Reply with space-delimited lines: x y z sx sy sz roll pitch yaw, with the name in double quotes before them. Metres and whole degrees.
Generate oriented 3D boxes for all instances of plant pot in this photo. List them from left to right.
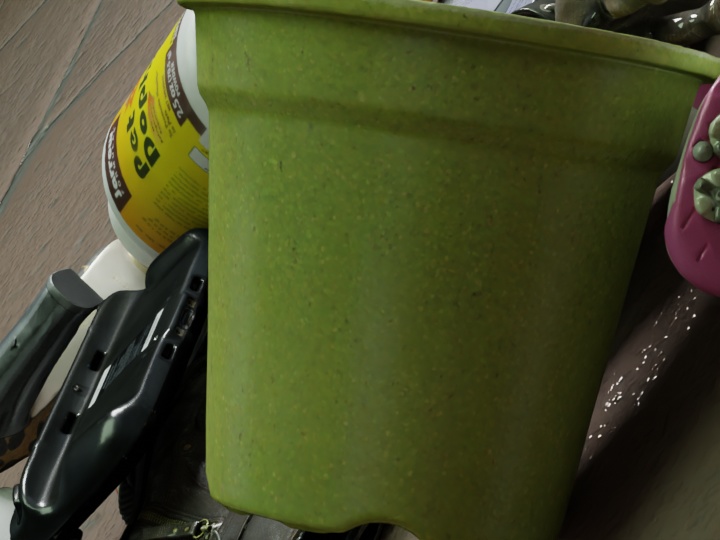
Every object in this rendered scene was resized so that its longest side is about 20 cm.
"plant pot" 0.019 0.001 1.058 0.200 0.199 0.185 -165 83 -73

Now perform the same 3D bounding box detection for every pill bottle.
"pill bottle" -0.064 -0.067 1.459 0.110 0.109 0.200 -63 8 -28

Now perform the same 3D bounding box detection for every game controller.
"game controller" -0.109 0.055 1.373 0.104 0.042 0.200 -36 19 27

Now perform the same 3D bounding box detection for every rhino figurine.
"rhino figurine" 0.149 -0.140 1.195 0.200 0.060 0.087 -43 12 -37

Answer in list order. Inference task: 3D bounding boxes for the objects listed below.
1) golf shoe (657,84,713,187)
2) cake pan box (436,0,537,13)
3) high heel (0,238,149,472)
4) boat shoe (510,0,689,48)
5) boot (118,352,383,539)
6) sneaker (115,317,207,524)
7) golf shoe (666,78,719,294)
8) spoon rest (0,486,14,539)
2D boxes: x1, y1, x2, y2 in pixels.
"golf shoe" 0.069 -0.004 1.176 0.199 0.092 0.075 -30 -8 9
"cake pan box" 0.092 -0.143 1.400 0.201 0.052 0.184 -60 15 -19
"high heel" -0.148 0.055 1.554 0.143 0.071 0.200 -51 -20 20
"boat shoe" 0.063 -0.071 1.240 0.200 0.067 0.057 -38 -31 -10
"boot" -0.039 0.100 1.286 0.174 0.069 0.201 -23 34 49
"sneaker" -0.061 0.036 1.439 0.200 0.070 0.093 -56 22 4
"golf shoe" 0.170 -0.072 1.017 0.200 0.075 0.092 -55 -1 -10
"spoon rest" -0.154 0.150 1.451 0.061 0.099 0.200 -56 26 -18
